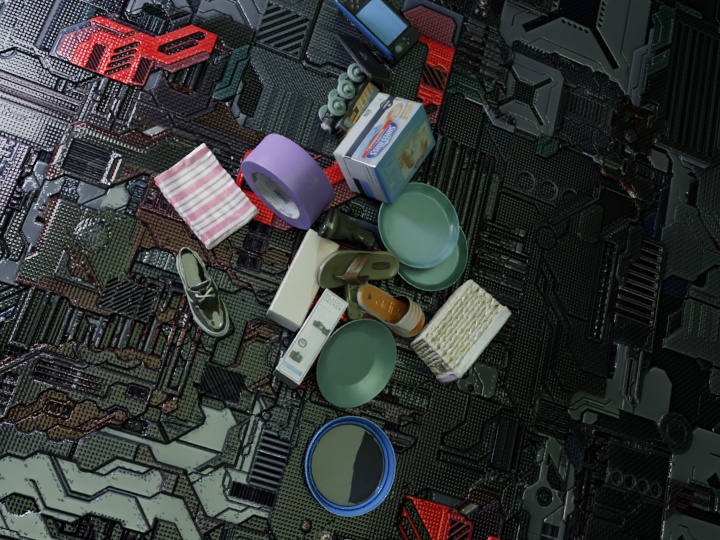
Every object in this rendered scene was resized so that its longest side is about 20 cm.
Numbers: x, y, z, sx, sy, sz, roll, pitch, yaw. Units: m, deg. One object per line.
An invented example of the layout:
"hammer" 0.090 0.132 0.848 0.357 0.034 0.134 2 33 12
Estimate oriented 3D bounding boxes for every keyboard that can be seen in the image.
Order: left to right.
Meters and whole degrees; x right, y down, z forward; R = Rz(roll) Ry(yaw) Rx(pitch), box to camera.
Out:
"keyboard" 0.022 -0.502 1.583 0.125 0.021 0.202 3 44 -39

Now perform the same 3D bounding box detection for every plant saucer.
"plant saucer" -0.014 0.196 1.427 0.197 0.039 0.205 -10 110 -27
"plant saucer" 0.133 -0.103 1.531 0.196 0.027 0.205 3 78 -13
"plant saucer" 0.159 -0.050 1.561 0.196 0.027 0.205 3 77 -14

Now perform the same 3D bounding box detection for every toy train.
"toy train" -0.019 -0.398 1.570 0.113 0.085 0.202 35 68 -18

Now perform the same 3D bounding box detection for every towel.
"towel" -0.340 -0.165 1.460 0.146 0.030 0.201 -39 90 -18

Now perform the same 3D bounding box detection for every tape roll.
"tape roll" -0.157 -0.189 1.422 0.199 0.200 0.085 41 71 -2

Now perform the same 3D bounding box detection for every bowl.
"bowl" -0.023 0.415 1.405 0.196 0.039 0.205 3 77 -13

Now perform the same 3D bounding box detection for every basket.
"basket" 0.220 0.136 1.481 0.123 0.136 0.200 43 72 3

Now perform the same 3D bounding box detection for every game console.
"game console" 0.045 -0.616 1.611 0.200 0.118 0.171 43 72 -2

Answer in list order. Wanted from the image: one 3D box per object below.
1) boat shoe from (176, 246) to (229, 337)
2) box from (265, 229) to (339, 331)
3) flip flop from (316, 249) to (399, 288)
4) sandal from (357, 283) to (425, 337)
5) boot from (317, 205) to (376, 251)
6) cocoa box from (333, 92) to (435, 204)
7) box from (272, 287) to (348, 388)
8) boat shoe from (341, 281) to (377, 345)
"boat shoe" -0.338 0.046 1.395 0.070 0.064 0.203 -27 85 -18
"box" -0.127 0.023 1.439 0.077 0.095 0.203 27 74 -7
"flip flop" 0.000 0.000 1.414 0.196 0.058 0.083 -4 111 -23
"sandal" 0.080 0.091 1.459 0.205 0.059 0.081 28 69 -34
"boot" -0.020 -0.084 1.440 0.129 0.200 0.069 28 99 -2
"cocoa box" 0.059 -0.280 1.508 0.130 0.134 0.201 23 68 34
"box" -0.107 0.146 1.403 0.060 0.117 0.202 32 71 -2
"boat shoe" 0.000 0.071 1.476 0.070 0.063 0.204 -12 82 -18
